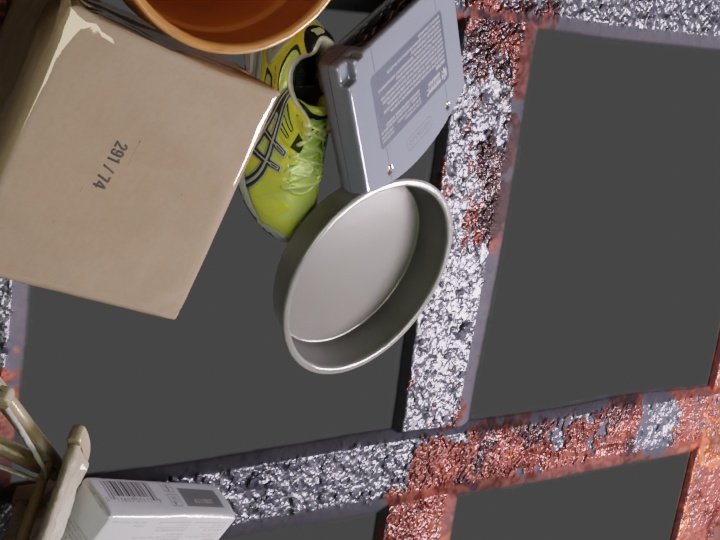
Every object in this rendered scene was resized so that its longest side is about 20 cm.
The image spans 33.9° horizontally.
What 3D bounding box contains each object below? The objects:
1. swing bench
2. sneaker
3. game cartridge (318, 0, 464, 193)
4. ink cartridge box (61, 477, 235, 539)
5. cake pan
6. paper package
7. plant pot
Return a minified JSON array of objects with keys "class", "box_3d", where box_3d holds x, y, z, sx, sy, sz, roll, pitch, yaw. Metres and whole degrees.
[{"class":"swing bench","box_3d":[-0.291,0.185,0.843,0.200,0.129,0.200,49,34,-36]},{"class":"sneaker","box_3d":[-0.058,-0.115,0.988,0.075,0.076,0.202,-16,117,-32]},{"class":"game cartridge","box_3d":[0.031,-0.158,1.010,0.200,0.040,0.134,-49,135,-44]},{"class":"ink cartridge box","box_3d":[-0.222,0.268,1.021,0.200,0.057,0.162,-49,148,15]},{"class":"cake pan","box_3d":[0.000,0.000,1.068,0.199,0.037,0.202,-28,137,-29]},{"class":"paper package","box_3d":[-0.188,-0.088,0.872,0.190,0.103,0.201,18,104,-38]},{"class":"plant pot","box_3d":[-0.117,-0.268,0.847,0.199,0.140,0.202,-13,115,-30]}]
